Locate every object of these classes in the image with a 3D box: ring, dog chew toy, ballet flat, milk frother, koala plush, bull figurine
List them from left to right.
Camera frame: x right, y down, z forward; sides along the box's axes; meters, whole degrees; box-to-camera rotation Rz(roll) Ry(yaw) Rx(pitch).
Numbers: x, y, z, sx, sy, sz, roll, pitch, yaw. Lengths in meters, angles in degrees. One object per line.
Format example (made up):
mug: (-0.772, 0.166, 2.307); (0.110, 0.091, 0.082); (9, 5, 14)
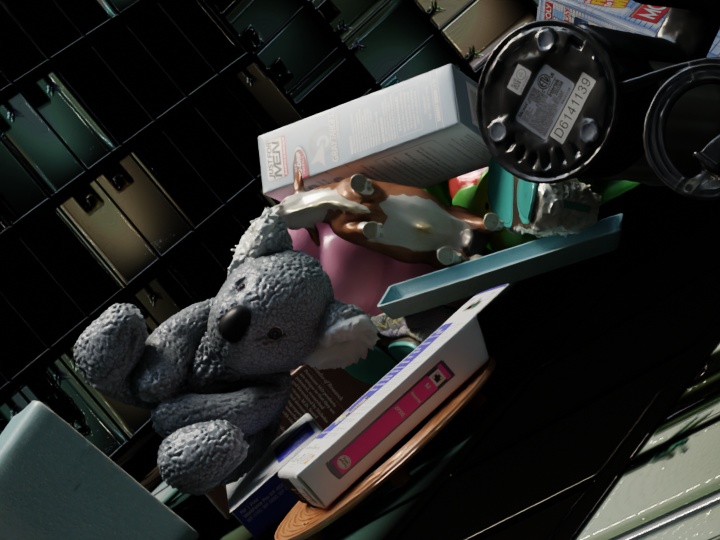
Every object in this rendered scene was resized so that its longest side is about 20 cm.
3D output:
koala plush: (-0.095, 0.058, 1.469); (0.200, 0.177, 0.184); (-48, -20, 16)
dog chew toy: (0.000, 0.000, 1.583); (0.125, 0.199, 0.125); (-166, 90, -79)
bull figurine: (0.024, -0.042, 1.485); (0.121, 0.199, 0.065); (-172, 93, -80)
ring: (0.021, 0.130, 1.248); (0.200, 0.019, 0.200); (-40, 3, 2)
ballet flat: (0.043, 0.058, 1.481); (0.072, 0.072, 0.200); (-41, 10, -20)
ballet flat: (0.149, -0.058, 1.434); (0.072, 0.072, 0.200); (-40, 13, 2)
milk frother: (0.224, -0.110, 1.299); (0.181, 0.200, 0.188); (-47, -24, 28)

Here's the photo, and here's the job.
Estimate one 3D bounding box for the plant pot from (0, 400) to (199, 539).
plant pot: (-0.302, 0.267, 1.654); (0.200, 0.196, 0.196); (-52, 7, -18)

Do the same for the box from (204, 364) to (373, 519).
box: (-0.066, 0.136, 1.653); (0.200, 0.075, 0.100); (-38, 4, 5)

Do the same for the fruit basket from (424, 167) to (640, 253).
fruit basket: (0.147, -0.085, 1.590); (0.215, 0.156, 0.216); (-30, 1, 1)

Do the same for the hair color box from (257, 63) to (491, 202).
hair color box: (0.020, -0.108, 1.552); (0.200, 0.061, 0.099); (-19, -24, 27)

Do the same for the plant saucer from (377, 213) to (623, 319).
plant saucer: (0.113, -0.002, 1.395); (0.200, 0.019, 0.070); (-19, 9, 13)

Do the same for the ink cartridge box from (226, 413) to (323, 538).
ink cartridge box: (-0.064, 0.170, 1.470); (0.099, 0.039, 0.200); (-40, 2, -3)

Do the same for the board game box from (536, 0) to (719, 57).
board game box: (0.264, -0.211, 1.533); (0.200, 0.199, 0.062); (-44, -34, -48)

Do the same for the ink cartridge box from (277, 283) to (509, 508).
ink cartridge box: (0.030, 0.088, 1.242); (0.200, 0.037, 0.095); (-43, 3, -11)
